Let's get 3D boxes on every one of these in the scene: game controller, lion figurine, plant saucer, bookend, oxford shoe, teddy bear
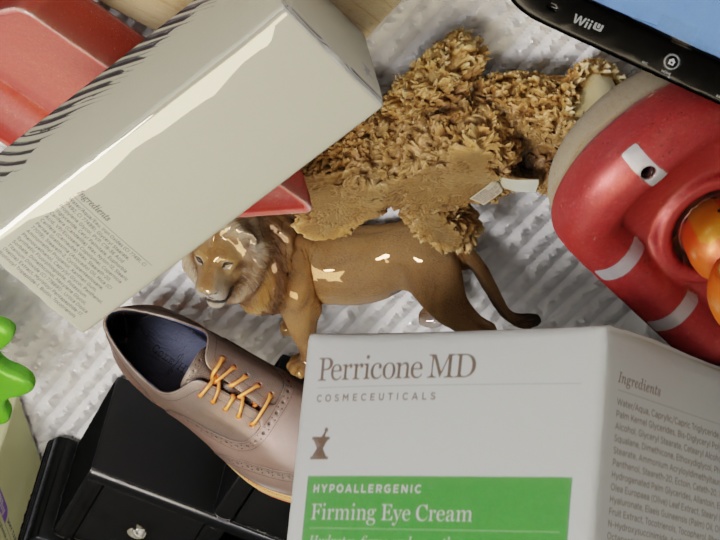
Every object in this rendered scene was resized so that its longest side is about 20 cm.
[{"bbox_3d":[0.170,-0.142,1.413,0.200,0.104,0.042,23,-177,-12],"label":"game controller"},{"bbox_3d":[0.000,0.000,1.650,0.200,0.072,0.123,-7,131,2],"label":"lion figurine"},{"bbox_3d":[-0.144,-0.092,1.540,0.200,0.037,0.200,34,160,-29],"label":"plant saucer"},{"bbox_3d":[-0.085,0.128,1.794,0.199,0.092,0.200,22,139,-11],"label":"bookend"},{"bbox_3d":[-0.071,0.081,1.686,0.200,0.071,0.073,27,174,26],"label":"oxford shoe"},{"bbox_3d":[0.054,-0.071,1.553,0.200,0.067,0.145,-17,140,22],"label":"teddy bear"}]

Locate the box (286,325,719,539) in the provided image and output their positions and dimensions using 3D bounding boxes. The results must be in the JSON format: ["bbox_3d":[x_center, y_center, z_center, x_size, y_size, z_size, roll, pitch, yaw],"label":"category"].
[{"bbox_3d":[0.096,0.130,1.564,0.199,0.171,0.200,-3,165,36],"label":"box"}]

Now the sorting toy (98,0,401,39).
[{"bbox_3d":[-0.060,-0.201,1.414,0.200,0.070,0.199,27,139,-17],"label":"sorting toy"}]

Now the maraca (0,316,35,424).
[{"bbox_3d":[-0.297,0.052,1.749,0.200,0.107,0.137,-1,137,15],"label":"maraca"}]

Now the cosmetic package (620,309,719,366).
[{"bbox_3d":[0.175,0.087,1.708,0.083,0.051,0.200,18,140,-4],"label":"cosmetic package"}]

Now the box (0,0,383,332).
[{"bbox_3d":[-0.092,-0.064,1.421,0.200,0.068,0.082,-36,124,15],"label":"box"}]

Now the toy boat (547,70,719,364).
[{"bbox_3d":[0.189,-0.014,1.491,0.131,0.131,0.200,-41,128,11],"label":"toy boat"}]

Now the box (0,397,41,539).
[{"bbox_3d":[-0.270,0.206,1.853,0.097,0.200,0.176,3,140,13],"label":"box"}]
